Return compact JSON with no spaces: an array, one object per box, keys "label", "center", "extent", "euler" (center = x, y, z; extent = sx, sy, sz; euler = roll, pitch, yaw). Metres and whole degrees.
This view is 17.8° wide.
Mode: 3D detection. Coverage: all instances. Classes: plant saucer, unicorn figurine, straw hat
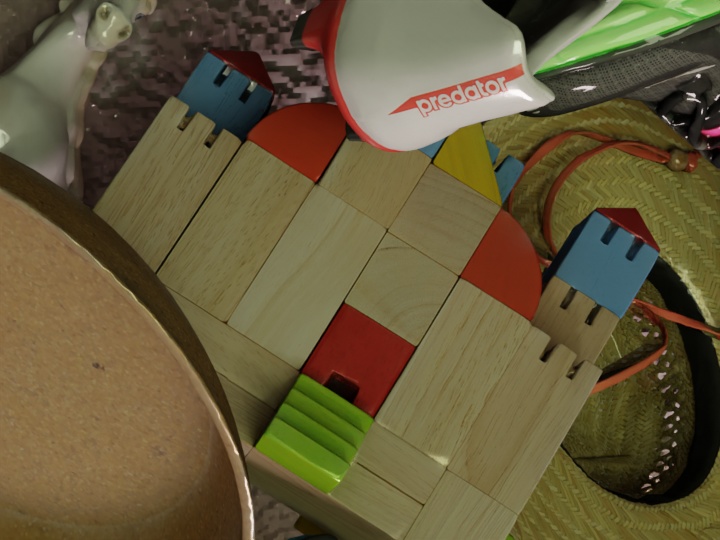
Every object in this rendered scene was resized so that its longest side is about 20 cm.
[{"label":"plant saucer","center":[-0.112,0.026,0.632],"extent":[0.200,0.200,0.035],"euler":[54,45,-24]},{"label":"unicorn figurine","center":[-0.110,-0.017,0.732],"extent":[0.074,0.137,0.200],"euler":[23,126,13]},{"label":"straw hat","center":[0.083,0.038,0.809],"extent":[0.201,0.085,0.201],"euler":[10,71,-30]}]

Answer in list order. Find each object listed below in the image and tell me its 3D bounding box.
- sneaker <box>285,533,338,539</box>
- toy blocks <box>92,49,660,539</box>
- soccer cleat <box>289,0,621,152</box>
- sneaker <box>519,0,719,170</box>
[{"label":"sneaker","center":[-0.026,0.179,0.698],"extent":[0.073,0.082,0.200],"euler":[-14,132,-33]},{"label":"toy blocks","center":[0.000,0.000,0.687],"extent":[0.200,0.100,0.137],"euler":[32,74,-1]},{"label":"soccer cleat","center":[0.056,-0.110,0.660],"extent":[0.069,0.085,0.200],"euler":[57,49,-30]},{"label":"sneaker","center":[0.129,-0.063,0.726],"extent":[0.200,0.077,0.084],"euler":[-6,102,-30]}]
